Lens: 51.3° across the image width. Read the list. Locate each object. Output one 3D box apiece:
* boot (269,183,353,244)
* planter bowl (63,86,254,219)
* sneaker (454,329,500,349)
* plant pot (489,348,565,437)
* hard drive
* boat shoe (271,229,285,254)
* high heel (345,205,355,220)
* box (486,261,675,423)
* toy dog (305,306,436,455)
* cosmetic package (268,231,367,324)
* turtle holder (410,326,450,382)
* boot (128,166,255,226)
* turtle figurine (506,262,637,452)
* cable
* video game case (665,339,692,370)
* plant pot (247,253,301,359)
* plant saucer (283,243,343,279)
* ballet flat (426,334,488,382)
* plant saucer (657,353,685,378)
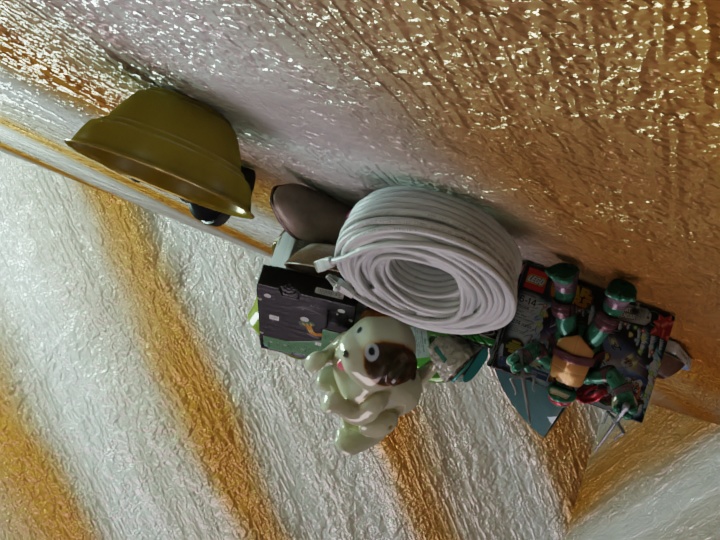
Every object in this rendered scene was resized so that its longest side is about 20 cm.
[{"bbox_3d":[-0.005,-0.058,0.960,0.144,0.072,0.199,10,172,33],"label":"boot"},{"bbox_3d":[-0.186,-0.127,0.755,0.197,0.085,0.200,20,176,1],"label":"planter bowl"},{"bbox_3d":[0.141,0.037,1.014,0.077,0.086,0.200,13,-157,-50],"label":"sneaker"},{"bbox_3d":[0.265,0.117,1.080,0.134,0.202,0.200,34,-179,20],"label":"plant pot"},{"bbox_3d":[-0.076,0.069,1.068,0.137,0.038,0.201,13,148,3],"label":"hard drive"},{"bbox_3d":[-0.042,-0.050,1.169,0.196,0.066,0.074,2,141,16],"label":"boat shoe"},{"bbox_3d":[0.075,-0.026,0.894,0.199,0.068,0.095,40,156,-30],"label":"high heel"},{"bbox_3d":[0.272,0.088,0.929,0.197,0.139,0.040,19,176,1],"label":"box"},{"bbox_3d":[0.024,0.138,1.001,0.190,0.141,0.201,-8,147,-5],"label":"toy dog"},{"bbox_3d":[-0.037,0.020,1.116,0.198,0.108,0.090,29,143,-24],"label":"cosmetic package"},{"bbox_3d":[0.147,0.096,1.207,0.142,0.185,0.131,55,-158,16],"label":"turtle holder"},{"bbox_3d":[-0.246,-0.126,1.032,0.155,0.081,0.210,15,167,-24],"label":"boot"},{"bbox_3d":[0.240,0.099,0.850,0.147,0.203,0.101,9,-156,7],"label":"turtle figurine"},{"bbox_3d":[0.071,-0.005,0.787,0.198,0.070,0.200,31,150,-15],"label":"cable"},{"bbox_3d":[0.438,0.115,1.247,0.198,0.022,0.181,17,175,33],"label":"video game case"},{"bbox_3d":[-0.096,0.044,1.320,0.199,0.194,0.200,36,-174,-4],"label":"plant pot"},{"bbox_3d":[0.000,0.000,0.970,0.197,0.037,0.200,13,174,1],"label":"plant saucer"},{"bbox_3d":[0.135,0.114,1.043,0.071,0.073,0.200,18,178,17],"label":"ballet flat"},{"bbox_3d":[0.415,0.131,1.206,0.197,0.035,0.200,22,176,2],"label":"plant saucer"}]
